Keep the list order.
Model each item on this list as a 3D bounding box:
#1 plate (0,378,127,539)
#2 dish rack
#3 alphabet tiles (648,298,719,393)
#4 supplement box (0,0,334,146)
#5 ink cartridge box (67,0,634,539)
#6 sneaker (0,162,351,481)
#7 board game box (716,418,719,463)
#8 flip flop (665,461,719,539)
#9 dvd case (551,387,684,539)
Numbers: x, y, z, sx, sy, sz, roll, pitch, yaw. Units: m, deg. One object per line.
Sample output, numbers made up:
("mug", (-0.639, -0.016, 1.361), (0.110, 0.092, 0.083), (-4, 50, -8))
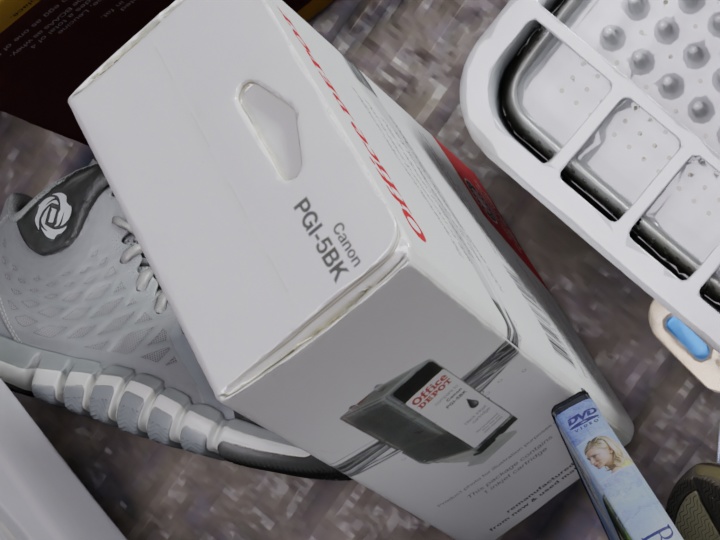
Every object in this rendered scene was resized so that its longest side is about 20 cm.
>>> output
("plate", (-0.178, 0.160, 0.904), (0.199, 0.032, 0.200), (-35, 104, 12))
("dish rack", (0.154, -0.083, 0.813), (0.171, 0.044, 0.200), (40, 96, 12))
("alphabet tiles", (0.205, -0.021, 0.826), (0.200, 0.015, 0.196), (-47, 72, 8))
("supplement box", (-0.088, -0.166, 0.869), (0.197, 0.200, 0.133), (-37, 74, 11))
("ink cartridge box", (0.000, 0.000, 0.805), (0.083, 0.200, 0.147), (-37, 56, 11))
("sneaker", (-0.076, 0.011, 0.913), (0.198, 0.075, 0.117), (15, 86, 20))
("board game box", (0.238, -0.004, 0.835), (0.198, 0.026, 0.202), (4, 85, 19))
("flip flop", (0.206, 0.121, 0.813), (0.198, 0.081, 0.058), (20, 48, 9))
("dvd case", (0.129, 0.149, 0.751), (0.017, 0.143, 0.200), (-29, 42, -1))
